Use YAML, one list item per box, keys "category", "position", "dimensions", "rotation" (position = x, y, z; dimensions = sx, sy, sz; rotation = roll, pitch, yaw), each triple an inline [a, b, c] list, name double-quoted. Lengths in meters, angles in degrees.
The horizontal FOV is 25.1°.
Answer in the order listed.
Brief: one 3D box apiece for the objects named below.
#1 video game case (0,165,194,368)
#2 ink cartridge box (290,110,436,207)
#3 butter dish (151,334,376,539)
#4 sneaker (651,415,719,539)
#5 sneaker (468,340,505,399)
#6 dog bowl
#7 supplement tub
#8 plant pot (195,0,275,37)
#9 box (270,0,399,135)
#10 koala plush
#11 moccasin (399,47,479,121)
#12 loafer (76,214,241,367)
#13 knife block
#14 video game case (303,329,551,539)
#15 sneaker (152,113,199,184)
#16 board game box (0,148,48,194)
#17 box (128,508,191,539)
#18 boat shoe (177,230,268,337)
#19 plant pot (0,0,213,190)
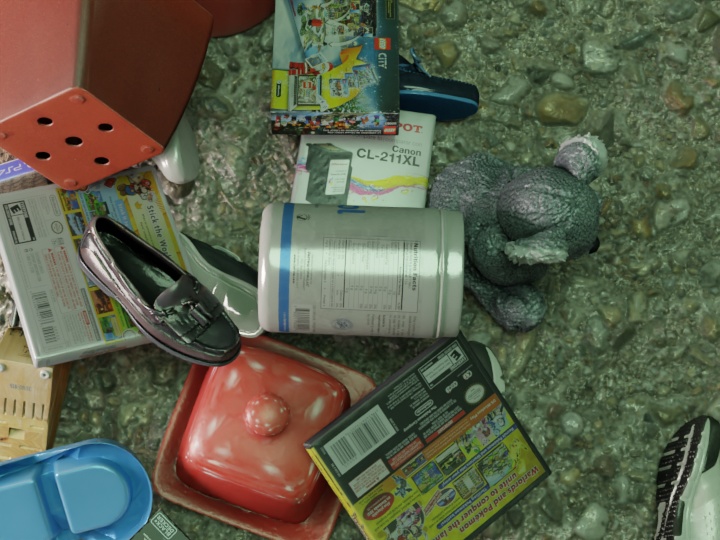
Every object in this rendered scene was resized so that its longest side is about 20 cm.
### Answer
- category: "video game case"
  position: [-0.270, -0.008, 1.661]
  dimensions: [0.181, 0.023, 0.200]
  rotation: [-13, 62, -20]
- category: "ink cartridge box"
  position: [-0.003, -0.075, 1.751]
  dimensions: [0.145, 0.083, 0.201]
  rotation: [8, 74, -1]
- category: "butter dish"
  position: [-0.096, 0.158, 1.643]
  dimensions: [0.199, 0.148, 0.201]
  rotation: [20, 74, 2]
- category: "sneaker"
  position: [0.354, 0.252, 1.698]
  dimensions: [0.080, 0.074, 0.201]
  rotation: [16, 77, -15]
- category: "sneaker"
  position: [0.092, 0.165, 1.680]
  dimensions: [0.084, 0.074, 0.201]
  rotation: [18, 72, -24]
- category: "dog bowl"
  position: [-0.306, 0.231, 1.632]
  dimensions: [0.199, 0.050, 0.112]
  rotation: [-14, 102, 1]
- category: "supplement tub"
  position: [0.000, 0.000, 1.611]
  dimensions: [0.199, 0.132, 0.132]
  rotation: [2, 74, -1]
- category: "plant pot"
  position: [-0.164, -0.380, 1.780]
  dimensions: [0.200, 0.177, 0.201]
  rotation: [1, 74, -4]
- category: "box"
  position: [-0.026, -0.233, 1.750]
  dimensions: [0.136, 0.038, 0.201]
  rotation: [1, 54, -1]
- category: "koala plush"
  position: [0.176, -0.053, 1.677]
  dimensions: [0.184, 0.200, 0.178]
  rotation: [35, 74, -13]
- category: "moccasin"
  position: [0.035, -0.214, 1.798]
  dimensions: [0.199, 0.081, 0.068]
  rotation: [8, 69, -3]
- category: "loafer"
  position: [-0.200, 0.020, 1.607]
  dimensions: [0.200, 0.063, 0.072]
  rotation: [37, 56, 11]
- category: "knife block"
  position: [-0.336, 0.092, 1.697]
  dimensions: [0.064, 0.176, 0.201]
  rotation: [10, 118, 0]
- category: "video game case"
  position: [0.070, 0.189, 1.627]
  dimensions: [0.200, 0.025, 0.181]
  rotation: [-36, 98, -19]
- category: "sneaker"
  position: [-0.231, -0.154, 1.746]
  dimensions: [0.088, 0.075, 0.200]
  rotation: [-21, 45, 1]
- category: "board game box"
  position: [-0.439, -0.156, 1.734]
  dimensions: [0.159, 0.097, 0.201]
  rotation: [-19, 76, -10]
- category: "box"
  position: [-0.248, 0.331, 1.598]
  dimensions: [0.060, 0.117, 0.200]
  rotation: [45, 74, 6]
- category: "boat shoe"
  position: [-0.162, 0.009, 1.726]
  dimensions: [0.200, 0.060, 0.076]
  rotation: [36, 112, 21]
- category: "plant pot"
  position: [-0.287, -0.201, 1.647]
  dimensions: [0.200, 0.200, 0.177]
  rotation: [-19, 55, 28]
